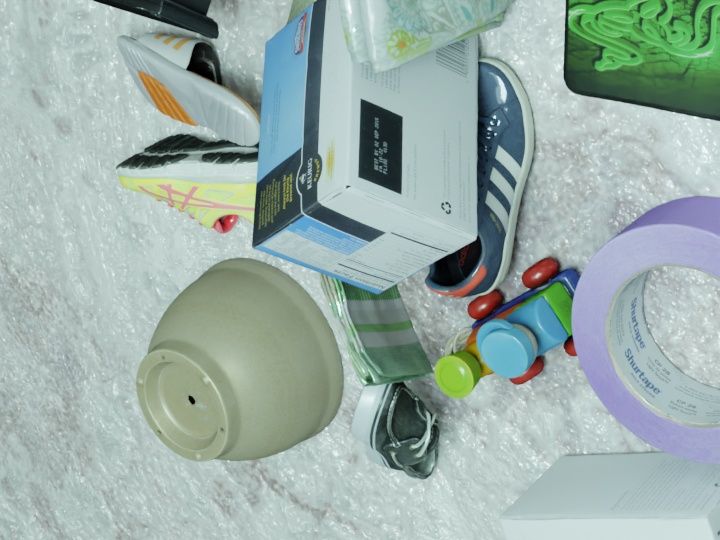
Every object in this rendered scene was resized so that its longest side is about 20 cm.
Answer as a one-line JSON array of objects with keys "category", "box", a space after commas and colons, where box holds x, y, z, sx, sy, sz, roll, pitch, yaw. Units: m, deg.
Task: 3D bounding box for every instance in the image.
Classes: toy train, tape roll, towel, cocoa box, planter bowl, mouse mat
[{"category": "toy train", "box": [0.101, 0.074, 1.289, 0.200, 0.116, 0.085, -33, 90, 43]}, {"category": "tape roll", "box": [0.267, 0.047, 1.178, 0.199, 0.066, 0.202, 19, 123, 31]}, {"category": "towel", "box": [0.000, 0.000, 1.291, 0.023, 0.152, 0.201, -25, 81, 21]}, {"category": "cocoa box", "box": [0.004, -0.107, 1.199, 0.131, 0.133, 0.201, -30, 49, 46]}, {"category": "planter bowl", "box": [-0.135, 0.105, 1.482, 0.199, 0.134, 0.202, 17, 121, 31]}, {"category": "mouse mat", "box": [0.240, -0.193, 1.119, 0.199, 0.008, 0.162, 16, 121, 33]}, {"category": "towel", "box": [0.046, -0.263, 1.127, 0.048, 0.171, 0.202, 10, 118, 41]}]

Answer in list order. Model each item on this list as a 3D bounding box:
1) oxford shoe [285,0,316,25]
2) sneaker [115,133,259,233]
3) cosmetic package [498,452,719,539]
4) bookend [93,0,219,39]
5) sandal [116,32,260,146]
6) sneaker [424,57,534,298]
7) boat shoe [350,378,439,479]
[{"category": "oxford shoe", "box": [-0.040, -0.185, 1.317, 0.057, 0.075, 0.201, 10, 117, -13]}, {"category": "sneaker", "box": [-0.156, -0.076, 1.449, 0.199, 0.078, 0.091, 7, 123, 38]}, {"category": "cosmetic package", "box": [0.251, 0.266, 1.262, 0.199, 0.123, 0.201, -8, 107, 39]}, {"category": "bookend", "box": [-0.194, -0.325, 1.290, 0.199, 0.092, 0.200, 21, 95, 27]}, {"category": "sandal", "box": [-0.146, -0.174, 1.401, 0.206, 0.059, 0.079, 30, 152, 37]}, {"category": "sneaker", "box": [0.089, -0.071, 1.236, 0.075, 0.084, 0.202, 12, 108, 36]}, {"category": "boat shoe", "box": [0.040, 0.139, 1.366, 0.070, 0.073, 0.200, 20, 164, 15]}]
